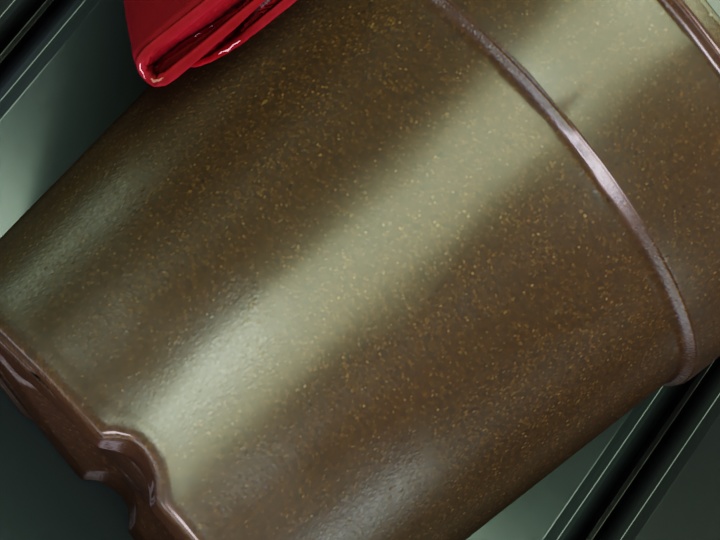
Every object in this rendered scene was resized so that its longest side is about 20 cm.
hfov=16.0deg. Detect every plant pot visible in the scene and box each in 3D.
[{"bbox_3d":[0.000,0.000,0.759,0.198,0.200,0.200,-42,90,-11],"label":"plant pot"}]

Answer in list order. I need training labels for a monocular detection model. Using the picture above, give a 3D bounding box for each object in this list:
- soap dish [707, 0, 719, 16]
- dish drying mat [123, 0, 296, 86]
[{"bbox_3d":[0.187,-0.102,0.848,0.081,0.157,0.200,44,70,-19],"label":"soap dish"},{"bbox_3d":[-0.040,-0.116,0.768,0.077,0.200,0.018,-38,115,12],"label":"dish drying mat"}]
